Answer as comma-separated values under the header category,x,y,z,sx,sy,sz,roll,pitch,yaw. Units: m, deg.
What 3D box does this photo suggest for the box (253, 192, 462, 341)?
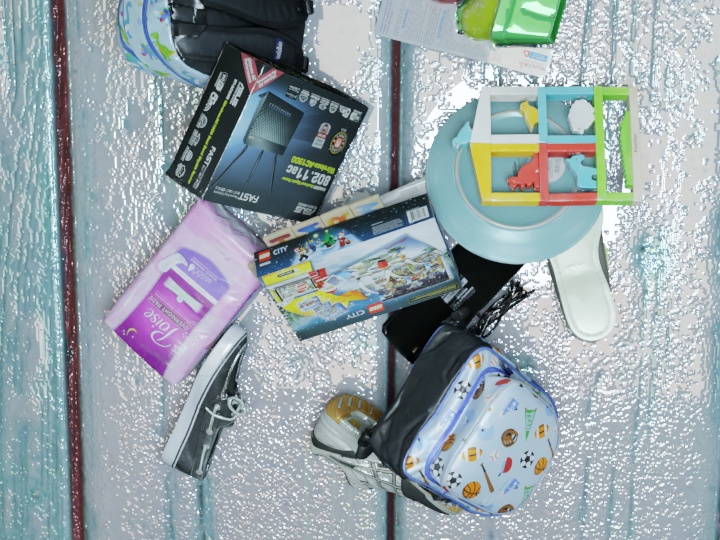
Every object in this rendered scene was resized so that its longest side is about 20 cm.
category,x,y,z,sx,sy,sz,roll,pitch,yaw
box,0.000,0.000,1.175,0.199,0.137,0.038,-18,53,7

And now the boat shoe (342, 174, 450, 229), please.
category,x,y,z,sx,sy,sz,roll,pitch,yaw
boat shoe,0.013,-0.059,1.213,0.199,0.072,0.069,-19,76,15

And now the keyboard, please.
category,x,y,z,sx,sy,sz,roll,pitch,yaw
keyboard,0.124,0.034,1.236,0.200,0.040,0.104,-47,68,12

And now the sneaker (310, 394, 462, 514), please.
category,x,y,z,sx,sy,sz,roll,pitch,yaw
sneaker,0.031,0.228,1.262,0.200,0.076,0.088,36,122,-1

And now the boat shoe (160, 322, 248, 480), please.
category,x,y,z,sx,sy,sz,roll,pitch,yaw
boat shoe,-0.167,0.159,1.262,0.068,0.074,0.200,28,102,6

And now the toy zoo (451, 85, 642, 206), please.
category,x,y,z,sx,sy,sz,roll,pitch,yaw
toy zoo,0.197,-0.133,1.147,0.199,0.020,0.132,0,76,3

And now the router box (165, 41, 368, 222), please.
category,x,y,z,sx,sy,sz,roll,pitch,yaw
router box,-0.094,-0.139,1.143,0.062,0.200,0.150,34,104,31

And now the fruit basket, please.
category,x,y,z,sx,sy,sz,roll,pitch,yaw
fruit basket,0.130,-0.321,1.156,0.199,0.094,0.186,18,101,20

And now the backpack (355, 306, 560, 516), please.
category,x,y,z,sx,sy,sz,roll,pitch,yaw
backpack,0.130,0.174,1.169,0.190,0.154,0.200,35,92,-43

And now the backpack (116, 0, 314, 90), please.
category,x,y,z,sx,sy,sz,roll,pitch,yaw
backpack,-0.158,-0.259,1.132,0.153,0.200,0.164,10,102,24

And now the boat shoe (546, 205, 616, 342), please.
category,x,y,z,sx,sy,sz,roll,pitch,yaw
boat shoe,0.238,-0.019,1.187,0.072,0.060,0.203,-10,79,6

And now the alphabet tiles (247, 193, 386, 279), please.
category,x,y,z,sx,sy,sz,roll,pitch,yaw
alphabet tiles,-0.015,-0.012,1.191,0.199,0.167,0.006,-20,52,10

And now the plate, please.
category,x,y,z,sx,sy,sz,roll,pitch,yaw
plate,0.170,-0.107,1.166,0.199,0.026,0.201,-1,75,4

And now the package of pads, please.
category,x,y,z,sx,sy,sz,roll,pitch,yaw
package of pads,-0.193,0.020,1.243,0.120,0.076,0.200,41,101,2
